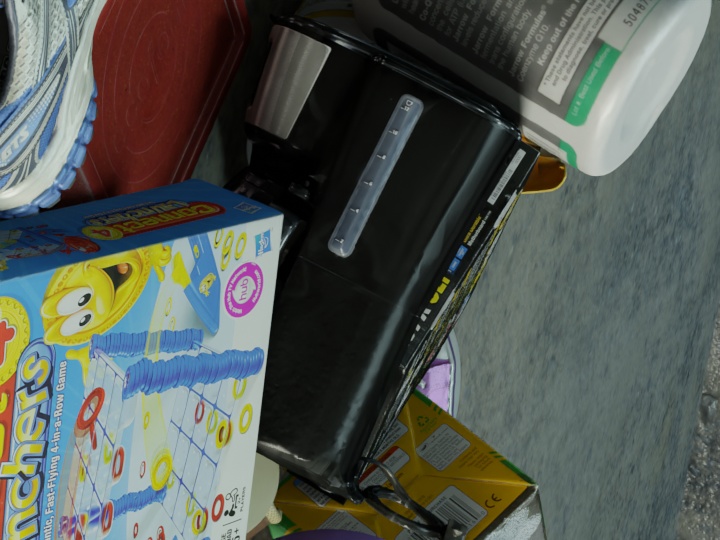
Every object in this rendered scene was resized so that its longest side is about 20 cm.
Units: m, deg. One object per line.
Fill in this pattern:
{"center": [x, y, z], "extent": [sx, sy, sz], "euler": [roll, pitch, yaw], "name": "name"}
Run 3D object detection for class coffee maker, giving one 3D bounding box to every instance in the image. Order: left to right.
{"center": [0.000, 0.000, 1.160], "extent": [0.201, 0.191, 0.135], "euler": [-61, -158, 1], "name": "coffee maker"}

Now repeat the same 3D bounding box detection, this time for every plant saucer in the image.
{"center": [-0.105, -0.096, 1.073], "extent": [0.200, 0.036, 0.201], "euler": [74, 33, -57], "name": "plant saucer"}

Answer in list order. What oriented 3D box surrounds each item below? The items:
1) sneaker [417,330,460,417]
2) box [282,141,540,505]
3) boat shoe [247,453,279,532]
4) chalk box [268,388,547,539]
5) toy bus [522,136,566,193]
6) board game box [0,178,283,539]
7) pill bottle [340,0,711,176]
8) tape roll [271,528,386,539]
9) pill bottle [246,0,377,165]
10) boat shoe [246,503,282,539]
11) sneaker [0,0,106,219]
{"center": [0.009, 0.114, 1.547], "extent": [0.114, 0.072, 0.202], "euler": [22, 81, -70], "name": "sneaker"}
{"center": [0.025, 0.026, 1.330], "extent": [0.160, 0.049, 0.200], "euler": [-59, 175, -27], "name": "box"}
{"center": [-0.119, 0.106, 1.126], "extent": [0.200, 0.062, 0.072], "euler": [-6, 114, -57], "name": "boat shoe"}
{"center": [0.036, 0.191, 1.457], "extent": [0.124, 0.124, 0.201], "euler": [-40, 146, -21], "name": "chalk box"}
{"center": [0.085, -0.162, 1.510], "extent": [0.192, 0.135, 0.202], "euler": [-62, 159, -78], "name": "toy bus"}
{"center": [-0.125, 0.076, 0.996], "extent": [0.195, 0.056, 0.201], "euler": [-16, 119, -50], "name": "board game box"}
{"center": [0.068, -0.144, 1.194], "extent": [0.113, 0.199, 0.113], "euler": [-51, 165, -20], "name": "pill bottle"}
{"center": [-0.023, 0.249, 1.312], "extent": [0.066, 0.199, 0.202], "euler": [-6, 108, -73], "name": "tape roll"}
{"center": [0.013, -0.117, 1.308], "extent": [0.113, 0.112, 0.200], "euler": [87, 23, -43], "name": "pill bottle"}
{"center": [-0.079, 0.122, 1.248], "extent": [0.075, 0.074, 0.204], "euler": [54, 51, -68], "name": "boat shoe"}
{"center": [-0.131, -0.123, 0.902], "extent": [0.085, 0.077, 0.202], "euler": [16, 83, -64], "name": "sneaker"}
